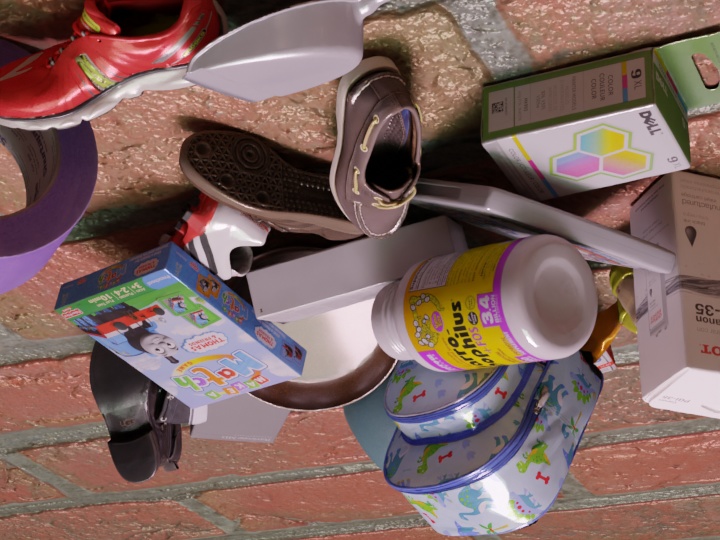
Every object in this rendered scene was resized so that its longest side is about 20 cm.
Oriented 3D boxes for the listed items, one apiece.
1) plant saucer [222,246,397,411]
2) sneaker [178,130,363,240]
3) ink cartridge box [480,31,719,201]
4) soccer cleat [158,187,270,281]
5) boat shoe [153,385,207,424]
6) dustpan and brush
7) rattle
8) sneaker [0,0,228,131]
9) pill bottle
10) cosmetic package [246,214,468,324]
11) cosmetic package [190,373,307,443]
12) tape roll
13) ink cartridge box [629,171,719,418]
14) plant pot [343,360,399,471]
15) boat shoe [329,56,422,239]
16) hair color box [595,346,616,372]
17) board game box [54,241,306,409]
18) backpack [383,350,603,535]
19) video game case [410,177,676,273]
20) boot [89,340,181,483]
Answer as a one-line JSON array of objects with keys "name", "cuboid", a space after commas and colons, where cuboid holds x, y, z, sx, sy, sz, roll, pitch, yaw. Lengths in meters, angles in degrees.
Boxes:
[{"name": "plant saucer", "cuboid": [-0.056, 0.055, 1.499, 0.200, 0.032, 0.200, 1, 122, 2]}, {"name": "sneaker", "cuboid": [-0.081, -0.063, 1.314, 0.200, 0.071, 0.076, 18, 151, -27]}, {"name": "ink cartridge box", "cuboid": [0.209, -0.122, 1.194, 0.200, 0.059, 0.104, -11, 150, 24]}, {"name": "soccer cleat", "cuboid": [-0.151, -0.012, 1.404, 0.085, 0.069, 0.200, 28, 145, -10]}, {"name": "boat shoe", "cuboid": [-0.197, 0.085, 1.543, 0.066, 0.070, 0.200, -7, 133, -13]}, {"name": "dustpan and brush", "cuboid": [-0.021, -0.182, 1.096, 0.200, 0.057, 0.140, -11, 174, 20]}, {"name": "rattle", "cuboid": [0.324, 0.059, 1.434, 0.200, 0.130, 0.143, 3, 114, -27]}, {"name": "sneaker", "cuboid": [-0.201, -0.172, 1.112, 0.200, 0.077, 0.085, -19, 143, 4]}, {"name": "pill bottle", "cuboid": [0.100, 0.033, 1.265, 0.104, 0.104, 0.200, 23, 158, -34]}, {"name": "cosmetic package", "cuboid": [0.000, 0.000, 1.391, 0.200, 0.051, 0.083, -16, 172, 13]}, {"name": "cosmetic package", "cuboid": [-0.128, 0.120, 1.649, 0.107, 0.090, 0.200, 5, 149, -11]}, {"name": "tape roll", "cuboid": [-0.314, -0.083, 1.151, 0.200, 0.200, 0.085, 16, 149, -25]}, {"name": "ink cartridge box", "cuboid": [0.329, 0.025, 1.315, 0.146, 0.200, 0.083, 10, 151, -16]}, {"name": "plant pot", "cuboid": [0.061, 0.142, 1.594, 0.135, 0.200, 0.200, 13, 160, 30]}, {"name": "boat shoe", "cuboid": [0.018, -0.088, 1.227, 0.072, 0.060, 0.200, -20, 144, -16]}, {"name": "hair color box", "cuboid": [0.183, 0.056, 1.511, 0.111, 0.064, 0.200, -20, 146, 15]}, {"name": "board game box", "cuboid": [-0.173, 0.058, 1.426, 0.151, 0.037, 0.200, -19, 136, 34]}, {"name": "backpack", "cuboid": [0.110, 0.138, 1.373, 0.183, 0.200, 0.147, -17, 127, 41]}, {"name": "video game case", "cuboid": [0.148, -0.042, 1.299, 0.200, 0.024, 0.182, 17, 178, -27]}, {"name": "boot", "cuboid": [-0.250, 0.147, 1.686, 0.069, 0.200, 0.174, -5, -177, 6]}]
